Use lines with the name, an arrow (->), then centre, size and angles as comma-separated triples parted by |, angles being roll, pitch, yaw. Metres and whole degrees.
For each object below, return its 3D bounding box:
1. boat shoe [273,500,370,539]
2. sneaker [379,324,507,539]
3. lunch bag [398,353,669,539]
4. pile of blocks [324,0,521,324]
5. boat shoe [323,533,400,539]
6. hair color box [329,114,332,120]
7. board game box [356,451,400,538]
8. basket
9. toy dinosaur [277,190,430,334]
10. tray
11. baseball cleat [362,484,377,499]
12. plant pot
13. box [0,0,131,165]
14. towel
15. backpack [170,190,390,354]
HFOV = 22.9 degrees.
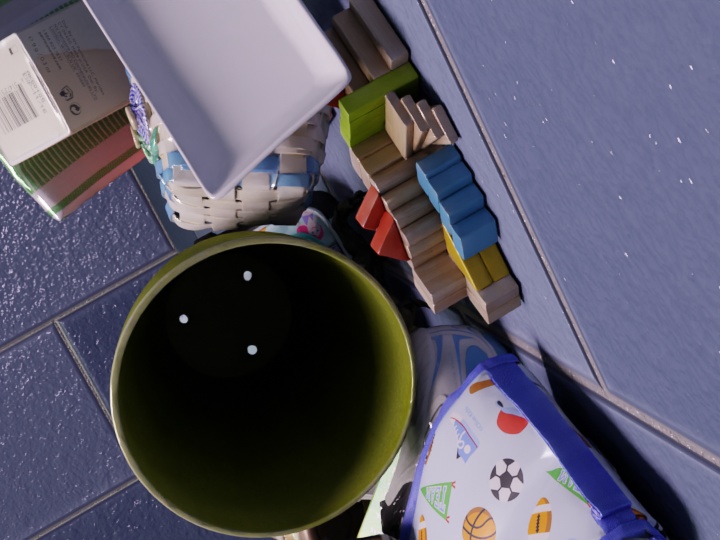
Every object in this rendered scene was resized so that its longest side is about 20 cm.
boat shoe -> 0.009, 0.176, 1.387 | 0.076, 0.199, 0.072 | -7, 88, 47
sneaker -> 0.053, 0.131, 1.140 | 0.072, 0.072, 0.201 | -113, 28, -68
lunch bag -> 0.105, 0.173, 1.034 | 0.170, 0.123, 0.201 | -128, 36, -49
pile of blocks -> 0.023, -0.052, 0.997 | 0.201, 0.062, 0.082 | 61, 171, -7
boat shoe -> -0.020, 0.210, 1.141 | 0.200, 0.062, 0.075 | 121, 149, -68
hair color box -> -0.087, -0.099, 1.327 | 0.061, 0.101, 0.200 | 59, 170, 1
board game box -> 0.050, 0.173, 1.194 | 0.095, 0.201, 0.030 | 29, -160, 28
basket -> -0.078, -0.134, 1.119 | 0.176, 0.138, 0.201 | 111, 163, -78
toy dinosaur -> 0.000, 0.000, 1.221 | 0.200, 0.047, 0.088 | 32, 119, 27
tray -> -0.087, -0.141, 1.016 | 0.200, 0.107, 0.022 | 56, -167, 28
baseball cleat -> 0.035, 0.122, 1.255 | 0.199, 0.070, 0.107 | 12, 100, 29
plant pot -> -0.077, 0.050, 1.158 | 0.188, 0.187, 0.200 | 63, 175, -17
box -> -0.172, -0.158, 1.256 | 0.095, 0.200, 0.078 | -19, 103, 51
towel -> -0.229, -0.151, 1.282 | 0.023, 0.153, 0.200 | -18, 110, 49
backpack -> -0.052, 0.060, 1.364 | 0.201, 0.177, 0.151 | 60, -167, -12
